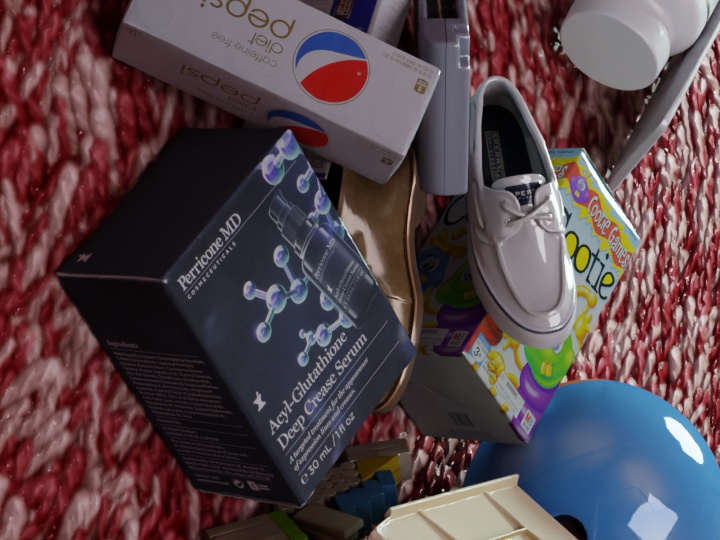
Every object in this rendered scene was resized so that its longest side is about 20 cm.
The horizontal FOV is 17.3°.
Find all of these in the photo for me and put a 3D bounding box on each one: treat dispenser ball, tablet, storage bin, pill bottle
[{"bbox_3d":[0.173,0.182,1.758,0.200,0.200,0.203,-3,94,-47],"label":"treat dispenser ball"},{"bbox_3d":[0.257,-0.160,1.907,0.014,0.130,0.201,32,63,-1],"label":"tablet"},{"bbox_3d":[0.043,0.254,1.609,0.198,0.094,0.201,-7,134,-56],"label":"storage bin"},{"bbox_3d":[0.237,-0.244,1.871,0.113,0.112,0.201,54,55,-35],"label":"pill bottle"}]

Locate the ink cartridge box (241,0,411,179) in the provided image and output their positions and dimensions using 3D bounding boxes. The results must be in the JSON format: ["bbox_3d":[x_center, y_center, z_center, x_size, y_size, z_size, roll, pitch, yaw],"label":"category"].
[{"bbox_3d":[-0.021,-0.149,1.605,0.037,0.094,0.201,35,67,-43],"label":"ink cartridge box"}]

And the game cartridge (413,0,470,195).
[{"bbox_3d":[0.055,-0.142,1.640,0.201,0.040,0.134,-90,176,-59],"label":"game cartridge"}]

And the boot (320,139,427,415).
[{"bbox_3d":[0.000,0.000,1.663,0.075,0.073,0.202,11,75,-37],"label":"boot"}]

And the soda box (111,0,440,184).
[{"bbox_3d":[-0.055,-0.133,1.513,0.199,0.064,0.069,25,70,-4],"label":"soda box"}]

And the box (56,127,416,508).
[{"bbox_3d":[-0.077,0.029,1.544,0.149,0.107,0.201,-52,126,-32],"label":"box"}]

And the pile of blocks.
[{"bbox_3d":[-0.022,0.185,1.631,0.199,0.082,0.063,-28,123,-42],"label":"pile of blocks"}]

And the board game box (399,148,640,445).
[{"bbox_3d":[0.106,0.016,1.746,0.103,0.104,0.201,54,54,-33],"label":"board game box"}]

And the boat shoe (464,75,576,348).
[{"bbox_3d":[0.107,-0.043,1.660,0.073,0.066,0.201,-11,63,-13],"label":"boat shoe"}]
